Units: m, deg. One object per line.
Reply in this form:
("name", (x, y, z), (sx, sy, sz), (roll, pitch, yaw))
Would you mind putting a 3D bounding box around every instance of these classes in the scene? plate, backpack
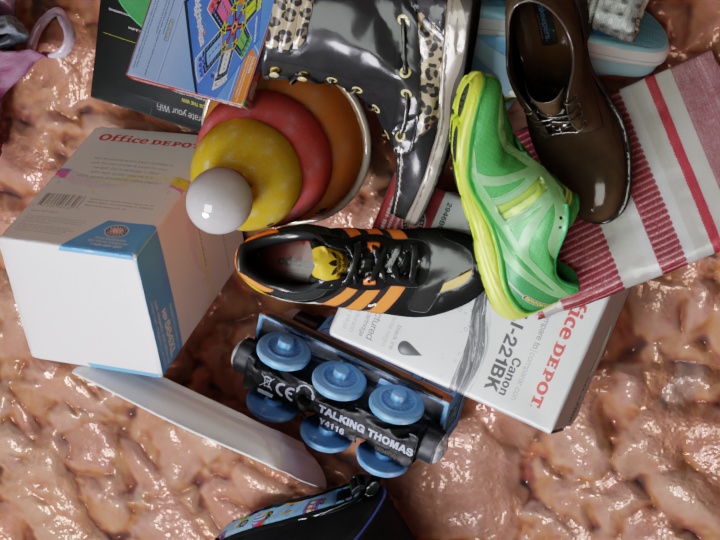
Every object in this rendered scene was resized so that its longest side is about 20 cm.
("plate", (-0.129, 0.128, 1.519), (0.200, 0.200, 0.032), (23, 84, 14))
("backpack", (-0.058, 0.284, 1.537), (0.200, 0.183, 0.135), (-14, 119, 41))

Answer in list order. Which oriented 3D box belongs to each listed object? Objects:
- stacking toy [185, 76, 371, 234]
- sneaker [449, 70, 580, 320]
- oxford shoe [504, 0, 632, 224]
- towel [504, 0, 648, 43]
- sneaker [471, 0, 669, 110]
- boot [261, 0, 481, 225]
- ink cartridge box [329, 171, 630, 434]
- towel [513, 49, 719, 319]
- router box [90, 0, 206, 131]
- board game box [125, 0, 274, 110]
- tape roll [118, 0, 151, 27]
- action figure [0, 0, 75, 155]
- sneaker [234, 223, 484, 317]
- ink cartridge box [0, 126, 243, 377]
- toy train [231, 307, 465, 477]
("stacking toy", (-0.087, -0.076, 1.352), (0.146, 0.200, 0.147), (8, 114, 17))
("sneaker", (0.113, -0.059, 1.274), (0.083, 0.074, 0.200), (-13, 121, 7))
("oxford shoe", (0.142, -0.116, 1.273), (0.073, 0.084, 0.200), (-13, 112, 26))
("towel", (0.148, -0.291, 1.299), (0.192, 0.035, 0.200), (21, 96, 14))
("sneaker", (0.131, -0.156, 1.363), (0.199, 0.080, 0.131), (14, 130, 7))
("boot", (0.002, -0.138, 1.316), (0.150, 0.073, 0.200), (14, 125, 4))
("ink cartridge box", (0.098, 0.025, 1.405), (0.200, 0.084, 0.145), (24, 95, 14))
("towel", (0.202, -0.063, 1.334), (0.200, 0.023, 0.144), (-22, 80, 11))
("router box", (-0.123, -0.191, 1.467), (0.200, 0.051, 0.150), (19, 116, 17))
("board game box", (-0.101, -0.230, 1.345), (0.103, 0.019, 0.201), (16, 85, 20))
("tape roll", (-0.102, -0.264, 1.387), (0.200, 0.048, 0.201), (-3, 80, 16))
("action figure", (-0.342, -0.156, 1.570), (0.149, 0.134, 0.200), (-4, 128, -19))
("sneaker", (0.000, 0.000, 1.342), (0.199, 0.090, 0.070), (2, 89, 15))
("ink cartridge box", (-0.189, -0.027, 1.482), (0.128, 0.200, 0.125), (7, 128, 21))
("toy train", (-0.007, 0.096, 1.480), (0.200, 0.114, 0.087), (24, 126, 15))
